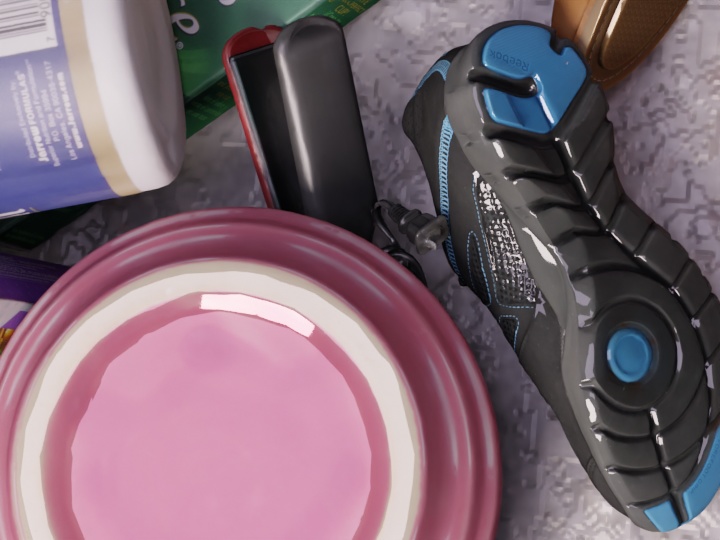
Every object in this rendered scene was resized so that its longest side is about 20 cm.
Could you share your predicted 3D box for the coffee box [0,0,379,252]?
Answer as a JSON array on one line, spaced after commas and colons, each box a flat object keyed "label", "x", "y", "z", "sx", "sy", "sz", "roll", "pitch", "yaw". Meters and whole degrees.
[{"label": "coffee box", "x": -0.096, "y": -0.114, "z": 0.980, "sx": 0.199, "sy": 0.044, "sz": 0.124, "roll": -33, "pitch": 75, "yaw": 12}]

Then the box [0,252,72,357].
[{"label": "box", "x": -0.188, "y": 0.082, "z": 0.942, "sx": 0.039, "sy": 0.137, "sz": 0.200, "roll": 39, "pitch": 97, "yaw": 16}]

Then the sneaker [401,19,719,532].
[{"label": "sneaker", "x": 0.081, "y": 0.004, "z": 0.905, "sx": 0.073, "sy": 0.082, "sz": 0.201, "roll": -22, "pitch": 92, "yaw": -28}]

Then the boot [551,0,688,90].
[{"label": "boot", "x": 0.071, "y": -0.182, "z": 0.926, "sx": 0.154, "sy": 0.074, "sz": 0.201, "roll": 20, "pitch": 92, "yaw": 26}]

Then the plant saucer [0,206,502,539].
[{"label": "plant saucer", "x": -0.049, "y": 0.074, "z": 0.862, "sx": 0.199, "sy": 0.051, "sz": 0.202, "roll": -1, "pitch": 82, "yaw": 7}]

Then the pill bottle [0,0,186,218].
[{"label": "pill bottle", "x": -0.174, "y": -0.069, "z": 0.904, "sx": 0.198, "sy": 0.111, "sz": 0.112, "roll": -10, "pitch": 81, "yaw": 7}]

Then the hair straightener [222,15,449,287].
[{"label": "hair straightener", "x": 0.000, "y": 0.000, "z": 0.909, "sx": 0.077, "sy": 0.041, "sz": 0.202, "roll": -6, "pitch": 97, "yaw": 52}]
